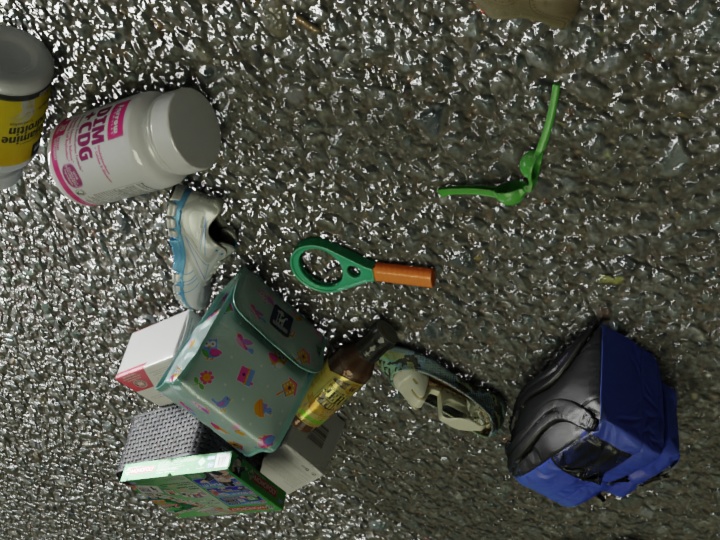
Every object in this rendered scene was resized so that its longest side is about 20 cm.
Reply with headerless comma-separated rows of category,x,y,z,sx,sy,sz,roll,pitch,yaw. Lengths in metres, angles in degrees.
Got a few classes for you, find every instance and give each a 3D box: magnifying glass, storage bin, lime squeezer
magnifying glass,0.000,0.000,1.171,0.196,0.023,0.081,5,131,20
storage bin,-0.248,0.271,1.351,0.197,0.095,0.135,-18,136,36
lime squeezer,0.168,-0.116,0.989,0.200,0.037,0.072,-42,73,44

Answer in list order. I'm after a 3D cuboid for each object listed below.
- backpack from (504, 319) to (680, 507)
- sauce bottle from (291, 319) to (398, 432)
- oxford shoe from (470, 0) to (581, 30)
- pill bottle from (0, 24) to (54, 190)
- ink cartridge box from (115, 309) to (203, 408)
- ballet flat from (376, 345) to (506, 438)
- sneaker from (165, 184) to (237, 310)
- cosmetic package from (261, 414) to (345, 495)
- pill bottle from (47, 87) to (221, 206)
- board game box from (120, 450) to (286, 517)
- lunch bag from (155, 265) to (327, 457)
backpack,0.280,0.201,1.118,0.166,0.164,0.200,33,134,-11
sauce bottle,-0.027,0.144,1.255,0.064,0.065,0.200,38,118,-11
oxford shoe,0.111,-0.270,0.850,0.196,0.071,0.076,19,140,11
pill bottle,-0.454,-0.197,1.146,0.111,0.113,0.201,30,135,-3
ink cartridge box,-0.233,0.158,1.343,0.144,0.086,0.200,-20,133,36
ballet flat,0.105,0.167,1.236,0.196,0.075,0.075,23,135,5
sneaker,-0.205,-0.020,1.217,0.085,0.076,0.203,8,135,6
cosmetic package,-0.123,0.286,1.420,0.085,0.109,0.199,40,132,-15
pill bottle,-0.272,-0.150,1.101,0.196,0.114,0.115,-10,125,30
board game box,-0.221,0.305,1.284,0.196,0.030,0.135,-12,140,28
lunch bag,-0.147,0.118,1.223,0.170,0.202,0.121,40,152,-15
